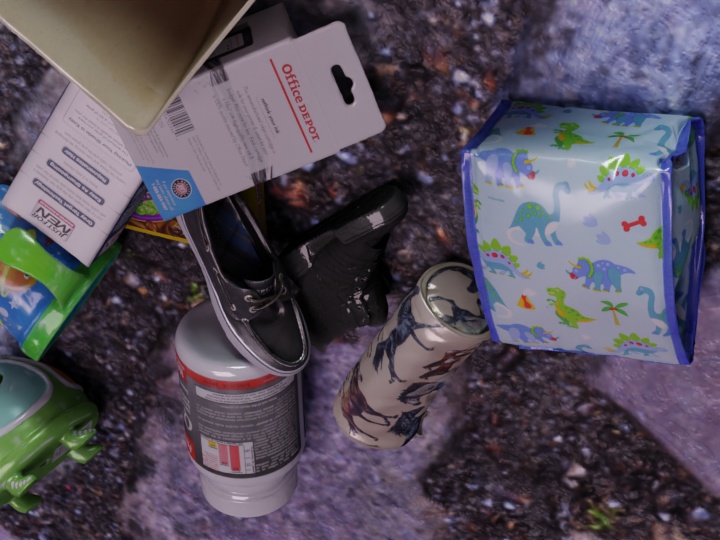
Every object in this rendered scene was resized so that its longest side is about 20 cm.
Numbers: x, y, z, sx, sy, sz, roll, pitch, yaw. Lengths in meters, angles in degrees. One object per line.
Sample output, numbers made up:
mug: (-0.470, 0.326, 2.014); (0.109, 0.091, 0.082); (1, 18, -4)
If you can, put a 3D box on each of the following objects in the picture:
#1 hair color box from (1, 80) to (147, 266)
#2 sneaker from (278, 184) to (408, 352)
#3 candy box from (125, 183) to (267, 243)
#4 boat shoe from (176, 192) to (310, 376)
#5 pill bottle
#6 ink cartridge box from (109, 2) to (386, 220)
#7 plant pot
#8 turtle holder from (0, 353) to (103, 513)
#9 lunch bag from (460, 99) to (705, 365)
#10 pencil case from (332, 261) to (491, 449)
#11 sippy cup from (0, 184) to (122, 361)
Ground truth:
hair color box: (-0.220, -0.111, 1.622); (0.100, 0.061, 0.200); (37, 121, 0)
sneaker: (-0.001, 0.002, 1.627); (0.104, 0.060, 0.200); (50, 139, -12)
candy box: (-0.179, -0.076, 1.683); (0.199, 0.026, 0.102); (13, 128, 19)
boat shoe: (-0.095, 0.003, 1.616); (0.200, 0.070, 0.066); (66, 159, -10)
pill bottle: (-0.110, 0.129, 1.750); (0.116, 0.116, 0.200); (14, 131, 19)
ink cartridge box: (-0.093, -0.136, 1.515); (0.199, 0.068, 0.116); (-21, 126, 4)
plant pot: (-0.157, -0.263, 1.408); (0.200, 0.177, 0.200); (40, 134, -7)
turtle holder: (-0.361, 0.171, 1.890); (0.185, 0.141, 0.132); (-43, 82, 7)
lunch bag: (0.178, -0.022, 1.459); (0.170, 0.127, 0.201); (7, 119, 24)
pencil case: (0.053, 0.077, 1.643); (0.089, 0.078, 0.200); (4, 142, -28)
sippy cup: (-0.312, -0.007, 1.731); (0.130, 0.140, 0.178); (37, 135, -3)
